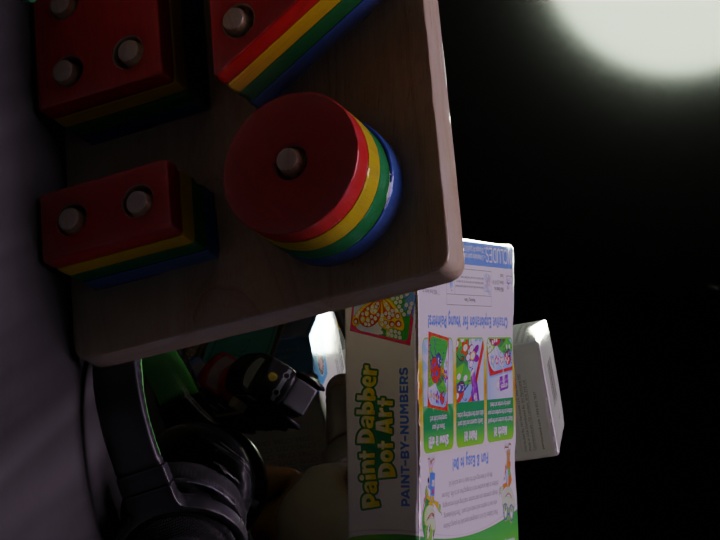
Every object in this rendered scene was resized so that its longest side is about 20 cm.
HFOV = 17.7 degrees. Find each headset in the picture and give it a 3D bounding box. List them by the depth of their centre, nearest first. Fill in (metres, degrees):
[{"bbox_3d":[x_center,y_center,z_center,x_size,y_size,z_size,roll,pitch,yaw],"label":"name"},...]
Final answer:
[{"bbox_3d":[-0.072,0.117,1.167,0.124,0.094,0.200,-72,143,-73],"label":"headset"}]

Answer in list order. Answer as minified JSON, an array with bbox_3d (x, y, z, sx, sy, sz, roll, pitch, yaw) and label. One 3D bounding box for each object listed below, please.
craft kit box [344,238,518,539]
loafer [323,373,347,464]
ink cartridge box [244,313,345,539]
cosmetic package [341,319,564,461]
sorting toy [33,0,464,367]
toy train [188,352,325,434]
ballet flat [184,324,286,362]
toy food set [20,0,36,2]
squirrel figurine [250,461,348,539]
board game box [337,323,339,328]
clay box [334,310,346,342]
[{"bbox_3d":[0.042,0.081,1.253,0.200,0.048,0.198,7,80,-71],"label":"craft kit box"},{"bbox_3d":[0.024,0.127,1.477,0.200,0.072,0.063,57,17,-59],"label":"loafer"},{"bbox_3d":[-0.041,0.121,1.500,0.115,0.068,0.200,-68,149,-72],"label":"ink cartridge box"},{"bbox_3d":[0.035,0.093,1.604,0.108,0.200,0.085,-44,124,-78],"label":"cosmetic package"},{"bbox_3d":[-0.063,-0.077,1.091,0.070,0.199,0.200,35,45,-59],"label":"sorting toy"},{"bbox_3d":[-0.067,0.065,1.241,0.034,0.046,0.200,-58,-169,-13],"label":"toy train"},{"bbox_3d":[-0.056,-0.016,1.327,0.200,0.070,0.065,-59,-150,27],"label":"ballet flat"},{"bbox_3d":[-0.161,-0.221,1.022,0.198,0.049,0.200,23,59,-82],"label":"toy food set"},{"bbox_3d":[0.000,0.219,1.369,0.200,0.141,0.187,41,47,-52],"label":"squirrel figurine"},{"bbox_3d":[-0.026,-0.052,1.608,0.200,0.030,0.096,-104,-171,-57],"label":"board game box"},{"bbox_3d":[0.000,0.000,1.404,0.200,0.048,0.115,-111,-177,-50],"label":"clay box"}]
